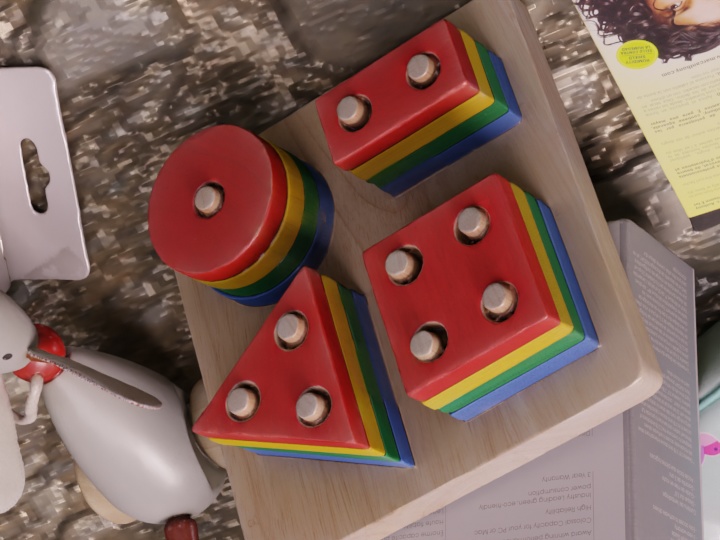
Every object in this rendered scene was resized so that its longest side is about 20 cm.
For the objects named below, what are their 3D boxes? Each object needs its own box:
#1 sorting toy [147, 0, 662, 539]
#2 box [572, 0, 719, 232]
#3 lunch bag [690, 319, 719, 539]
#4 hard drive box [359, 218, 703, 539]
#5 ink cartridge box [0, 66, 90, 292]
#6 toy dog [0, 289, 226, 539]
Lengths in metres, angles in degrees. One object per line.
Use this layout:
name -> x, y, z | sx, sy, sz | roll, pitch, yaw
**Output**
sorting toy -> 0.000, 0.000, 1.027 | 0.199, 0.200, 0.070 | -30, 149, 23
box -> 0.136, -0.101, 0.987 | 0.075, 0.050, 0.200 | -18, 137, 19
lunch bag -> 0.223, 0.079, 1.086 | 0.200, 0.077, 0.160 | -39, 102, 25
hard drive box -> 0.063, 0.093, 1.046 | 0.156, 0.200, 0.077 | -10, 157, 29
ink cartridge box -> -0.236, -0.029, 1.131 | 0.200, 0.068, 0.117 | -3, 115, 12
toy dog -> -0.125, 0.081, 1.110 | 0.200, 0.096, 0.132 | 14, 138, -31
